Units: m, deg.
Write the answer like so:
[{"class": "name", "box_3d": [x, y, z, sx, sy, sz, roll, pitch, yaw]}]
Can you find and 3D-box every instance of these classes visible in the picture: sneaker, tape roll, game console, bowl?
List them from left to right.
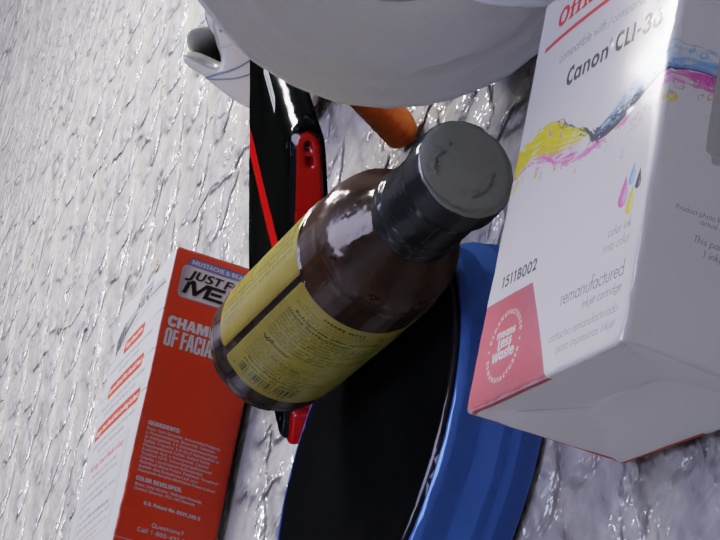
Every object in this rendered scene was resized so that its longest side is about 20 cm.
[{"class": "sneaker", "box_3d": [-0.040, -0.144, 1.287, 0.200, 0.087, 0.075, -45, 29, 53]}, {"class": "game console", "box_3d": [-0.033, -0.026, 1.129, 0.200, 0.031, 0.177, -108, 19, -63]}, {"class": "tape roll", "box_3d": [0.009, -0.174, 0.970, 0.071, 0.202, 0.203, -125, 56, -68]}, {"class": "bowl", "box_3d": [0.016, 0.081, 0.952, 0.201, 0.039, 0.201, -161, 90, -73]}]

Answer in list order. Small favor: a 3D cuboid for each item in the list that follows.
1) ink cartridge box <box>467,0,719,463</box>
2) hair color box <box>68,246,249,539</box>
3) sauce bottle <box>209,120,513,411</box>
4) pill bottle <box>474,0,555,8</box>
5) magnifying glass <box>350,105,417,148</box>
[{"class": "ink cartridge box", "box_3d": [0.104, -0.047, 0.765, 0.116, 0.067, 0.201, 146, 140, -63]}, {"class": "hair color box", "box_3d": [-0.114, 0.101, 1.295, 0.111, 0.064, 0.201, 137, 146, -59]}, {"class": "sauce bottle", "box_3d": [0.000, 0.000, 0.915, 0.200, 0.065, 0.065, -40, 35, 58]}, {"class": "pill bottle", "box_3d": [0.069, -0.210, 0.873, 0.112, 0.112, 0.201, -117, 19, -67]}, {"class": "magnifying glass", "box_3d": [-0.032, -0.123, 1.080, 0.022, 0.200, 0.080, -34, 44, 11]}]
